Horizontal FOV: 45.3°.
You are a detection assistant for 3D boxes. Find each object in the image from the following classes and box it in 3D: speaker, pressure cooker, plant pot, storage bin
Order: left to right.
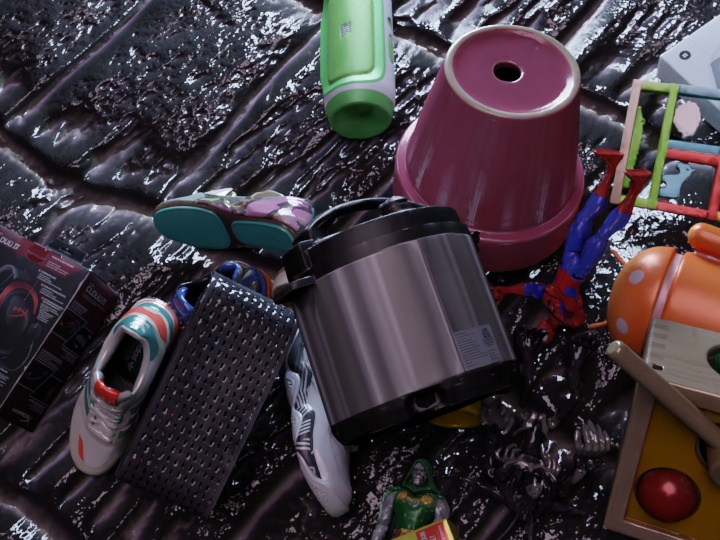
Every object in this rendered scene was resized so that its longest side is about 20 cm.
[{"bbox_3d":[-0.144,0.111,0.821,0.093,0.135,0.202,25,88,-9],"label":"storage bin"},{"bbox_3d":[-0.003,-0.261,1.025,0.087,0.089,0.202,-6,65,10],"label":"speaker"},{"bbox_3d":[0.031,0.032,0.748,0.177,0.176,0.202,-22,78,12],"label":"pressure cooker"},{"bbox_3d":[0.135,-0.130,0.854,0.197,0.180,0.202,1,55,-2],"label":"plant pot"}]

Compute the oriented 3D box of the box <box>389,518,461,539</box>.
[{"bbox_3d":[-0.001,0.284,0.735,0.198,0.050,0.076,-23,61,7],"label":"box"}]

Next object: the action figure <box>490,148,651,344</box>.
[{"bbox_3d":[0.188,-0.012,0.815,0.098,0.202,0.065,-3,33,-30],"label":"action figure"}]

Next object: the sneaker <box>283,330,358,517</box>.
[{"bbox_3d":[-0.009,0.131,0.850,0.114,0.075,0.202,-18,60,7],"label":"sneaker"}]

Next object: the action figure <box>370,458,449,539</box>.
[{"bbox_3d":[0.040,0.271,0.790,0.117,0.055,0.202,4,62,17],"label":"action figure"}]

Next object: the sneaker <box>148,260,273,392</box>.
[{"bbox_3d":[-0.189,0.052,0.924,0.199,0.079,0.075,-39,62,-5],"label":"sneaker"}]

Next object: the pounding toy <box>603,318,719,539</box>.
[{"bbox_3d":[0.280,0.133,0.692,0.182,0.202,0.142,14,30,18],"label":"pounding toy"}]

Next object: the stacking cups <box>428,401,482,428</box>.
[{"bbox_3d":[0.103,0.054,0.875,0.060,0.061,0.202,2,63,13],"label":"stacking cups"}]

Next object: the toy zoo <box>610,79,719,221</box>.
[{"bbox_3d":[0.367,-0.117,0.881,0.198,0.020,0.133,12,95,18],"label":"toy zoo"}]

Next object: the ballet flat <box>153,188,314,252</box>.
[{"bbox_3d":[-0.138,-0.062,0.971,0.198,0.070,0.072,5,46,26],"label":"ballet flat"}]

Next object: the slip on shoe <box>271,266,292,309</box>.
[{"bbox_3d":[0.000,0.000,0.902,0.198,0.076,0.061,-12,41,29],"label":"slip on shoe"}]

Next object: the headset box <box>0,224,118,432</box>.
[{"bbox_3d":[-0.381,0.053,0.968,0.147,0.075,0.201,22,72,20],"label":"headset box"}]

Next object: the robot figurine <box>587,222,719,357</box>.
[{"bbox_3d":[0.315,0.048,0.794,0.198,0.145,0.117,19,52,24],"label":"robot figurine"}]

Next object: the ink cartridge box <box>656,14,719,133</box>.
[{"bbox_3d":[0.460,-0.212,0.925,0.199,0.041,0.201,-35,63,-5],"label":"ink cartridge box"}]

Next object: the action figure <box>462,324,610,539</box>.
[{"bbox_3d":[0.162,0.148,0.791,0.117,0.102,0.202,12,66,7],"label":"action figure"}]

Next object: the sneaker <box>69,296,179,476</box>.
[{"bbox_3d":[-0.250,0.124,0.858,0.070,0.093,0.201,28,102,1],"label":"sneaker"}]
